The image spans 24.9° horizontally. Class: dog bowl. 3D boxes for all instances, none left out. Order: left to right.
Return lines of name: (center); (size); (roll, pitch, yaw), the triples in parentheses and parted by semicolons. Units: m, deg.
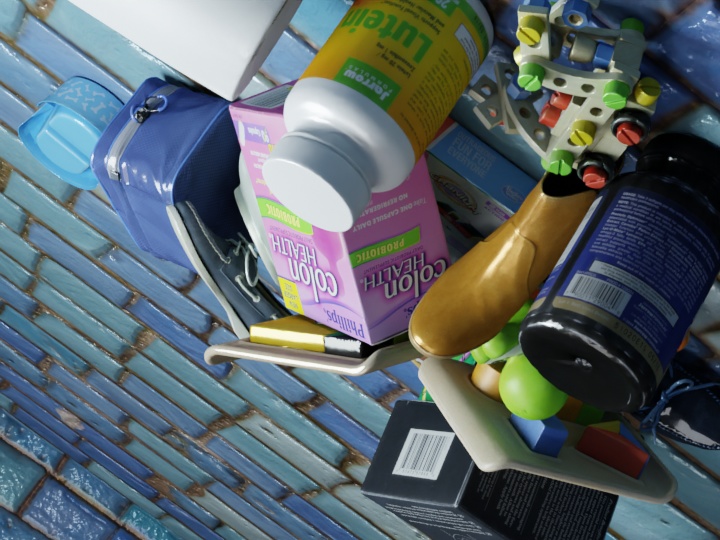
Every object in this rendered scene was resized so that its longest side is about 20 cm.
dog bowl: (-0.316, -0.156, 1.833); (0.111, 0.050, 0.200); (40, 157, -12)

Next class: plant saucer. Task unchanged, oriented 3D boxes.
plant saucer: (-0.080, -0.041, 1.600); (0.200, 0.050, 0.202); (-26, -90, -88)

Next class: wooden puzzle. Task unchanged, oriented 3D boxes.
wooden puzzle: (-0.013, 0.059, 1.465); (0.199, 0.184, 0.038); (0, 98, 38)
wooden puzzle: (0.171, 0.132, 1.471); (0.198, 0.047, 0.185); (12, -158, -24)

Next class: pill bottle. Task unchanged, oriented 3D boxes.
pill bottle: (0.010, -0.132, 1.251); (0.110, 0.201, 0.111); (28, 156, 13)
pill bottle: (0.211, -0.002, 1.235); (0.111, 0.201, 0.112); (28, 157, 13)

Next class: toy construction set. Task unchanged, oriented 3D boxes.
toy construction set: (0.148, -0.131, 1.207); (0.130, 0.093, 0.200); (22, 163, -7)

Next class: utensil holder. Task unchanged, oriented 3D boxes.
utensil holder: (-0.141, -0.253, 1.269); (0.199, 0.171, 0.170); (32, 157, -2)

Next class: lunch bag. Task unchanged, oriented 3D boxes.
lunch bag: (-0.186, -0.098, 1.660); (0.131, 0.136, 0.201); (18, 149, 31)

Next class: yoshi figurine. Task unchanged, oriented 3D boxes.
yoshi figurine: (0.186, 0.075, 1.413); (0.112, 0.198, 0.113); (53, 140, 39)

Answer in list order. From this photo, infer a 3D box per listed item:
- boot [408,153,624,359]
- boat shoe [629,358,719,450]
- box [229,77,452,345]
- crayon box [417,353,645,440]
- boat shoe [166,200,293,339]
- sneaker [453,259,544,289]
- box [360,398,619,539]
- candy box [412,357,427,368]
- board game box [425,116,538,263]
boot: (0.125, -0.022, 1.314); (0.071, 0.201, 0.144); (45, 153, 16)
boat shoe: (0.261, 0.109, 1.521); (0.199, 0.085, 0.069); (27, -174, 11)
box: (-0.015, -0.059, 1.416); (0.176, 0.096, 0.202); (20, 130, 61)
crayon box: (0.169, 0.153, 1.632); (0.199, 0.059, 0.119); (29, 161, -15)
boat shoe: (-0.122, 0.003, 1.592); (0.201, 0.062, 0.075); (59, -179, -30)
sneaker: (0.130, 0.013, 1.507); (0.077, 0.080, 0.200); (56, 166, 6)
box: (0.129, 0.220, 1.602); (0.200, 0.108, 0.148); (37, 158, -32)
candy box: (0.131, 0.083, 1.694); (0.117, 0.057, 0.199); (45, 153, -29)
board game box: (0.062, -0.075, 1.499); (0.153, 0.040, 0.200); (36, 157, -4)
